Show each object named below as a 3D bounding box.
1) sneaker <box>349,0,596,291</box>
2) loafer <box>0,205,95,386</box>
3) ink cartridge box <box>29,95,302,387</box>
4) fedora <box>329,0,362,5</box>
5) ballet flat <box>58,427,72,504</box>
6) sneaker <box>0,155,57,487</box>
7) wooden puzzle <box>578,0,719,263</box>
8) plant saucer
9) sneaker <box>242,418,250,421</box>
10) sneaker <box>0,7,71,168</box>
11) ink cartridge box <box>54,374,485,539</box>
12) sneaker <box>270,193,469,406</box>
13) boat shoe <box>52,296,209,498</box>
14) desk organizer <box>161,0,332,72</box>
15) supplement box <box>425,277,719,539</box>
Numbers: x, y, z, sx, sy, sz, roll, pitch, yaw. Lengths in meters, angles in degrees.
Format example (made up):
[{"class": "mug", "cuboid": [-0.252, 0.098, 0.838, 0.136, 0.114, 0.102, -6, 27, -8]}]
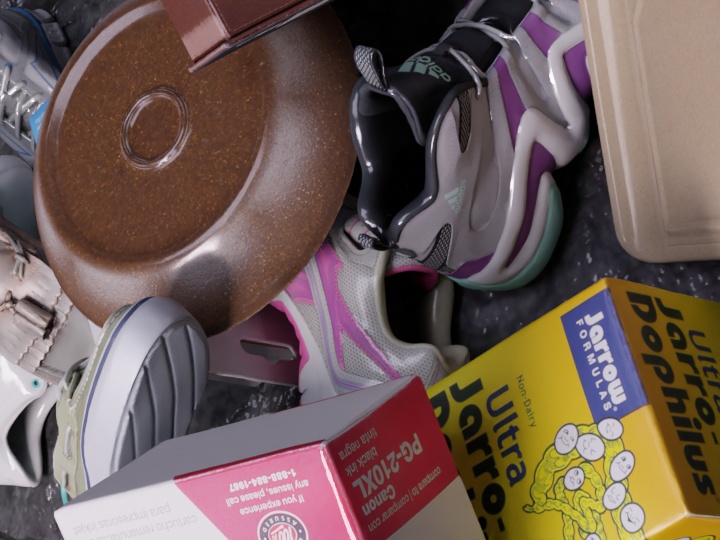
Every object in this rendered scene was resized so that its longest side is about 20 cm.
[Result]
[{"class": "sneaker", "cuboid": [0.050, -0.096, 0.926, 0.078, 0.140, 0.201, 12, 88, 46]}, {"class": "loafer", "cuboid": [-0.208, 0.001, 1.111, 0.200, 0.063, 0.072, 39, 104, 29]}, {"class": "ink cartridge box", "cuboid": [-0.092, -0.009, 1.066, 0.068, 0.115, 0.200, -39, 56, 31]}, {"class": "fedora", "cuboid": [-0.028, -0.211, 1.062, 0.200, 0.091, 0.201, -6, 81, 43]}, {"class": "ballet flat", "cuboid": [-0.143, 0.040, 1.149, 0.065, 0.071, 0.201, -6, 81, 0]}, {"class": "sneaker", "cuboid": [-0.203, 0.033, 1.202, 0.088, 0.075, 0.201, 19, 110, 30]}, {"class": "wooden puzzle", "cuboid": [0.152, -0.098, 0.834, 0.200, 0.037, 0.186, 175, 85, -71]}, {"class": "plant saucer", "cuboid": [-0.092, -0.065, 0.986, 0.200, 0.037, 0.201, -11, 68, 30]}, {"class": "sneaker", "cuboid": [-0.070, 0.111, 0.979, 0.071, 0.200, 0.073, -11, 82, -3]}, {"class": "sneaker", "cuboid": [-0.202, -0.099, 1.215, 0.200, 0.087, 0.075, 45, 111, 38]}, {"class": "ink cartridge box", "cuboid": [-0.015, 0.161, 0.818, 0.144, 0.084, 0.201, -17, 98, 34]}, {"class": "sneaker", "cuboid": [0.000, 0.000, 1.008, 0.088, 0.081, 0.200, -40, 65, 30]}, {"class": "boat shoe", "cuboid": [-0.121, 0.074, 0.974, 0.062, 0.072, 0.200, 36, 144, 15]}, {"class": "desk organizer", "cuboid": [-0.004, -0.174, 0.930, 0.077, 0.200, 0.072, 62, 163, -5]}, {"class": "supplement box", "cuboid": [0.082, 0.102, 0.879, 0.200, 0.109, 0.109, -35, 59, 34]}]
